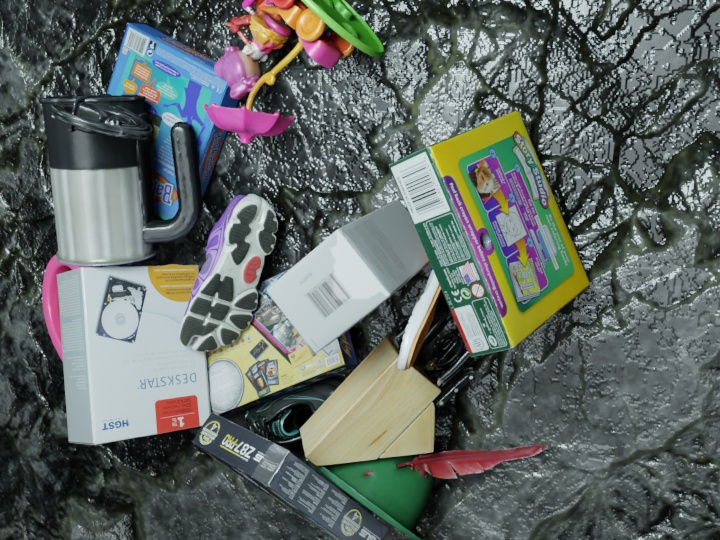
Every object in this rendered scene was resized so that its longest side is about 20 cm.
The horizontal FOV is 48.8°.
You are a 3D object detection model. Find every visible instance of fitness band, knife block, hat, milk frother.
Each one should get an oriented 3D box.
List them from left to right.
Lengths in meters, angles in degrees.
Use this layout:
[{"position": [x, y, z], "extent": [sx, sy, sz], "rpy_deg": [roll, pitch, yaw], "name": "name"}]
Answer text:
[{"position": [-0.368, 0.064, 1.052], "extent": [0.200, 0.037, 0.144], "rpy_deg": [49, 128, 29], "name": "fitness band"}, {"position": [-0.286, -0.097, 0.876], "extent": [0.180, 0.200, 0.189], "rpy_deg": [3, 104, 17], "name": "milk frother"}, {"position": [0.030, 0.118, 0.889], "extent": [0.199, 0.064, 0.176], "rpy_deg": [-5, 107, -9], "name": "knife block"}, {"position": [0.065, 0.207, 0.946], "extent": [0.200, 0.166, 0.176], "rpy_deg": [39, 82, -16], "name": "hat"}]

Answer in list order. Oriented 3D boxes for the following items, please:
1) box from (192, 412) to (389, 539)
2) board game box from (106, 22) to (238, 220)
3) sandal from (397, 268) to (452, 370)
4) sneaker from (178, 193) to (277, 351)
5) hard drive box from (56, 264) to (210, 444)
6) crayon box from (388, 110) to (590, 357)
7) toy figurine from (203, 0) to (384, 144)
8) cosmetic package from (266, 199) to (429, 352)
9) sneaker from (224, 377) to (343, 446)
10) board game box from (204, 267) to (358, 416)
[{"position": [-0.080, 0.249, 0.923], "extent": [0.161, 0.049, 0.200], "rpy_deg": [9, 150, 47], "name": "box"}, {"position": [-0.243, -0.176, 0.973], "extent": [0.152, 0.045, 0.200], "rpy_deg": [30, 111, 11], "name": "board game box"}, {"position": [0.096, 0.028, 0.824], "extent": [0.059, 0.207, 0.079], "rpy_deg": [21, 145, 9], "name": "sandal"}, {"position": [-0.161, 0.003, 0.962], "extent": [0.083, 0.080, 0.201], "rpy_deg": [27, 92, 58], "name": "sneaker"}, {"position": [-0.271, 0.097, 0.959], "extent": [0.077, 0.156, 0.201], "rpy_deg": [-9, 85, 47], "name": "hard drive box"}, {"position": [0.134, -0.042, 0.789], "extent": [0.058, 0.172, 0.201], "rpy_deg": [-19, 96, 43], "name": "crayon box"}, {"position": [-0.103, -0.233, 0.853], "extent": [0.184, 0.150, 0.200], "rpy_deg": [-45, 63, 21], "name": "toy figurine"}, {"position": [0.000, 0.000, 0.839], "extent": [0.108, 0.200, 0.085], "rpy_deg": [-39, 89, 22], "name": "cosmetic package"}, {"position": [-0.108, 0.183, 0.994], "extent": [0.200, 0.079, 0.076], "rpy_deg": [-22, 95, 25], "name": "sneaker"}, {"position": [-0.109, 0.084, 0.968], "extent": [0.200, 0.035, 0.136], "rpy_deg": [-24, 73, 25], "name": "board game box"}]
